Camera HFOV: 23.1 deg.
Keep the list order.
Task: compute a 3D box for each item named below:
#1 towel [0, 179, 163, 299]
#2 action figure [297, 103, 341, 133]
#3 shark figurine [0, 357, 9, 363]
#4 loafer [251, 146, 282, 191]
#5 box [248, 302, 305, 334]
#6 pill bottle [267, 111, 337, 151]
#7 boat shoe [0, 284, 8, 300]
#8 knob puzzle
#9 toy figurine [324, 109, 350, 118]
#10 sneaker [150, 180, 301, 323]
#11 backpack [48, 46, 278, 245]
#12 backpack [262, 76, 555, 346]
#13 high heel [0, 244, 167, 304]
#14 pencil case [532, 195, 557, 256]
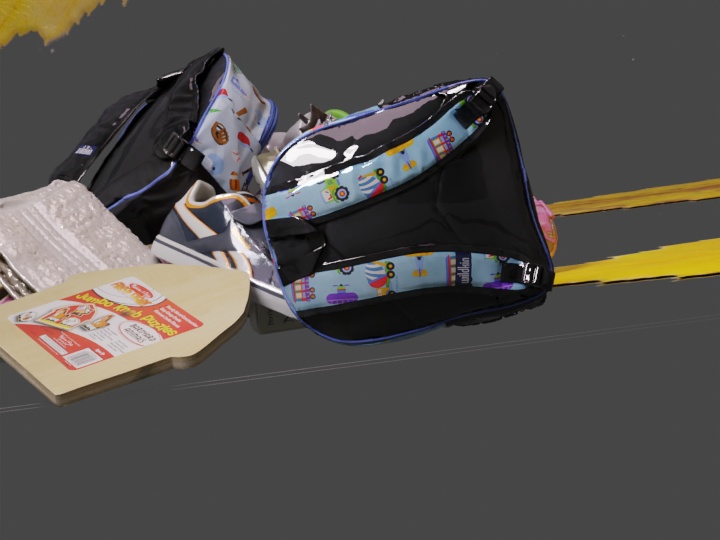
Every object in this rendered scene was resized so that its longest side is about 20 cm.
[{"bbox_3d":[-0.225,0.000,1.438,0.200,0.035,0.132,41,38,24],"label":"towel"},{"bbox_3d":[0.022,-0.091,1.494,0.199,0.070,0.130,9,-8,46],"label":"action figure"},{"bbox_3d":[-0.345,0.049,1.494,0.212,0.091,0.128,-10,5,1],"label":"shark figurine"},{"bbox_3d":[0.000,-0.043,1.435,0.199,0.070,0.075,36,2,5],"label":"loafer"},{"bbox_3d":[0.000,0.000,1.516,0.198,0.083,0.068,-10,5,-10],"label":"box"},{"bbox_3d":[-0.085,-0.063,1.717,0.112,0.113,0.200,-13,-23,-49],"label":"pill bottle"},{"bbox_3d":[-0.354,0.024,1.614,0.071,0.065,0.199,4,-21,-37],"label":"boat shoe"},{"bbox_3d":[-0.168,0.043,1.312,0.217,0.031,0.220,-6,23,2],"label":"knob puzzle"},{"bbox_3d":[-0.067,-0.066,1.932,0.183,0.151,0.200,-24,35,-24],"label":"toy figurine"},{"bbox_3d":[-0.081,-0.014,1.410,0.199,0.080,0.078,25,-1,32],"label":"sneaker"},{"bbox_3d":[-0.155,-0.098,1.592,0.199,0.154,0.192,-18,42,38],"label":"backpack"},{"bbox_3d":[0.030,-0.036,1.326,0.198,0.184,0.135,-17,2,-1],"label":"backpack"},{"bbox_3d":[-0.223,0.048,1.473,0.199,0.096,0.068,-20,-28,-39],"label":"high heel"},{"bbox_3d":[0.091,-0.024,1.644,0.199,0.084,0.086,-10,4,-37],"label":"pencil case"}]
